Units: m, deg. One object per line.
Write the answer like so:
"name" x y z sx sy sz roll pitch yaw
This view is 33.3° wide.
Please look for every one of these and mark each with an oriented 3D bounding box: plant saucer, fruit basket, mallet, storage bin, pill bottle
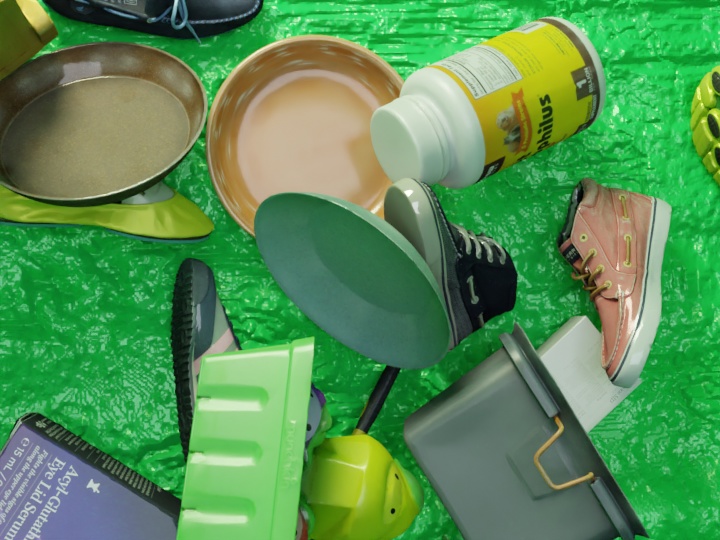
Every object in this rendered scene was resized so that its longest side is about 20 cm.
"plant saucer" 0.000 0.000 1.016 0.201 0.201 0.039 42 60 -4
"plant saucer" -0.041 -0.111 1.094 0.199 0.037 0.201 0 87 -8
"plant saucer" -0.228 -0.121 1.025 0.199 0.035 0.201 -1 48 1
"fruit basket" -0.040 0.170 0.971 0.214 0.156 0.217 2 67 -5
"mallet" -0.006 0.153 1.093 0.041 0.066 0.201 30 70 -9
"storage bin" 0.131 0.167 1.011 0.134 0.146 0.200 -32 91 4
"pill bottle" 0.110 -0.141 1.055 0.199 0.109 0.110 -27 91 -24

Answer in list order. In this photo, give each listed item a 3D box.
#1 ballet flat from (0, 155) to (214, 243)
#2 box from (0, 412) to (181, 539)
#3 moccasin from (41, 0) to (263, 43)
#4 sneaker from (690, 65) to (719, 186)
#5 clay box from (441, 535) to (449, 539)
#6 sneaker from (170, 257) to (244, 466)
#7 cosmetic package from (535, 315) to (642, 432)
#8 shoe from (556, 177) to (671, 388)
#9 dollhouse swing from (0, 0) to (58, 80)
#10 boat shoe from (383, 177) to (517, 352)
"ballet flat" -0.226 -0.066 1.049 0.199 0.067 0.067 6 114 -4
"box" -0.238 0.235 1.022 0.199 0.104 0.148 31 84 -5
"moccasin" -0.184 -0.241 1.064 0.199 0.068 0.081 -4 88 -8
"sneaker" 0.383 -0.105 1.139 0.083 0.074 0.201 -32 93 -27
"clay box" 0.051 0.337 1.050 0.047 0.115 0.201 8 86 -7
"sneaker" -0.121 0.087 1.070 0.082 0.070 0.201 -5 91 -24
"cosmetic package" 0.154 0.138 1.102 0.200 0.051 0.083 -41 91 -7
"shoe" 0.219 0.007 1.083 0.091 0.072 0.201 18 58 -3
"dollhouse swing" -0.373 -0.199 0.964 0.200 0.176 0.182 -39 78 -6
"boat shoe" 0.083 -0.018 1.049 0.092 0.200 0.075 -29 50 -13
